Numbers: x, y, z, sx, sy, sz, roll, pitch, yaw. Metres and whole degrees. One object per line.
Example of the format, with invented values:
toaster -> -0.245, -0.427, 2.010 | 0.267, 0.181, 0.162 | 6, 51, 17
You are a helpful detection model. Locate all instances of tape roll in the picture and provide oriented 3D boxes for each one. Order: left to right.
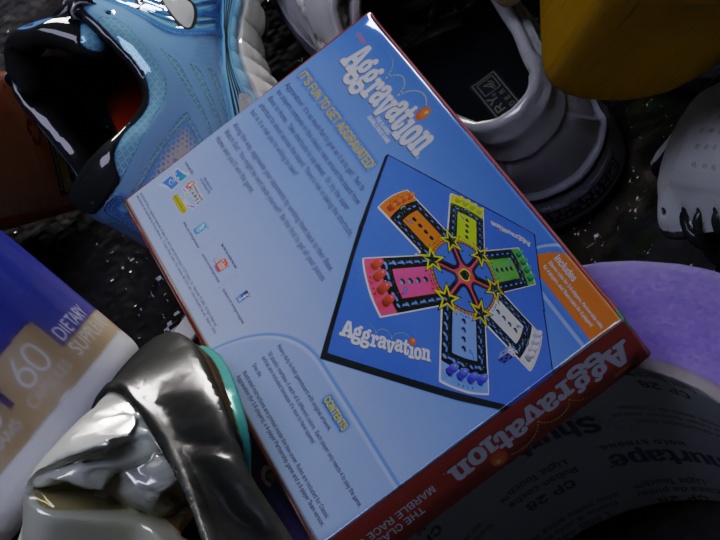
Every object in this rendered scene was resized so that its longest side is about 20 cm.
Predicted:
tape roll -> 0.068, 0.103, 0.718 | 0.200, 0.085, 0.200 | -15, 52, 20

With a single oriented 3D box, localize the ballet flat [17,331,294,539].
ballet flat -> -0.051, 0.073, 0.690 | 0.068, 0.068, 0.200 | 0, 26, -22

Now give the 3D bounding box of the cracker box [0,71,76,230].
cracker box -> -0.215, -0.019, 0.940 | 0.200, 0.134, 0.058 | -14, 91, 22

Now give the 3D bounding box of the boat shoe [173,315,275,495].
boat shoe -> -0.049, 0.076, 0.815 | 0.059, 0.072, 0.200 | 20, 61, 27

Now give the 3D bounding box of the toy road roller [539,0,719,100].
toy road roller -> 0.114, -0.124, 0.724 | 0.200, 0.123, 0.146 | 2, 74, -11

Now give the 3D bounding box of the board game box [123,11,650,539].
board game box -> 0.000, 0.000, 0.769 | 0.103, 0.019, 0.200 | -38, 36, 3

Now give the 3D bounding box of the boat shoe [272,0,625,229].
boat shoe -> 0.015, -0.089, 0.897 | 0.072, 0.066, 0.200 | -38, 47, 3

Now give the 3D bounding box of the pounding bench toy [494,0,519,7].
pounding bench toy -> 0.070, -0.220, 0.857 | 0.200, 0.124, 0.156 | -40, 27, 15

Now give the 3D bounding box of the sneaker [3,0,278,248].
sneaker -> -0.082, -0.087, 0.922 | 0.078, 0.090, 0.200 | -53, 38, 32

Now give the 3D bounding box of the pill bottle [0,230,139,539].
pill bottle -> -0.175, 0.008, 0.794 | 0.116, 0.200, 0.116 | -50, 4, 4

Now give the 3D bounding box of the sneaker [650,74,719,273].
sneaker -> 0.125, -0.018, 0.717 | 0.080, 0.074, 0.200 | -40, 8, 11

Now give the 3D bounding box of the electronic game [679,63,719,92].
electronic game -> 0.152, -0.143, 0.870 | 0.200, 0.042, 0.200 | -16, 51, 21
